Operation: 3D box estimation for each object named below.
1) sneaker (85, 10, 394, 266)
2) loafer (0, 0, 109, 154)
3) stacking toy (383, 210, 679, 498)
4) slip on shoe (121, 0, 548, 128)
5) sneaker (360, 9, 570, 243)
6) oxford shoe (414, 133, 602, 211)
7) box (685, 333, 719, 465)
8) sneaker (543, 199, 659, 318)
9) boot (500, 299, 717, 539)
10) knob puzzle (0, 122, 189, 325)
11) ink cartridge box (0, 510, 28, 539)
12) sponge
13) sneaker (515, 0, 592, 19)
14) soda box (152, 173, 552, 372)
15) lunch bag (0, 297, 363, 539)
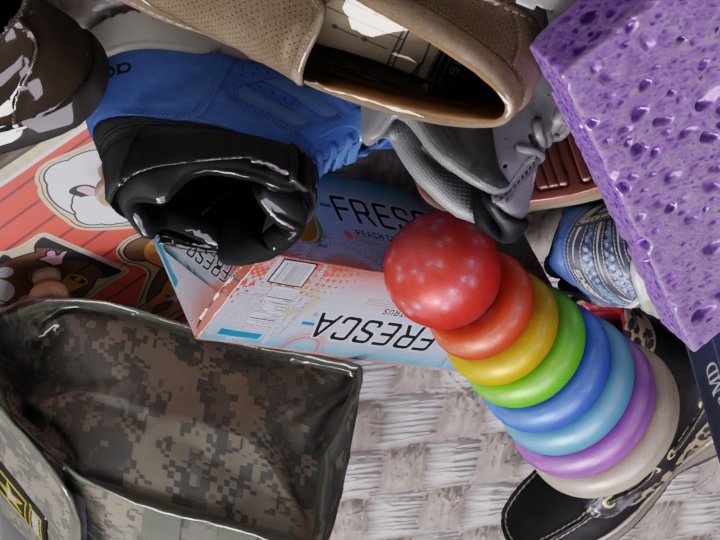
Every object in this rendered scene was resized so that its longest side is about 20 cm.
[{"bbox_3d":[-0.025,-0.050,1.031,0.199,0.111,0.077,5,146,-26],"label":"sneaker"},{"bbox_3d":[-0.210,-0.076,0.980,0.200,0.073,0.071,-21,138,4],"label":"loafer"},{"bbox_3d":[0.075,0.036,1.107,0.085,0.086,0.200,-26,142,21],"label":"stacking toy"},{"bbox_3d":[-0.023,-0.106,0.936,0.200,0.061,0.076,19,133,-4],"label":"slip on shoe"},{"bbox_3d":[0.092,-0.063,1.012,0.199,0.116,0.075,8,162,-5],"label":"sneaker"},{"bbox_3d":[0.126,-0.060,1.111,0.199,0.071,0.074,-14,155,6],"label":"oxford shoe"},{"bbox_3d":[0.275,0.021,1.212,0.104,0.148,0.200,15,138,-36],"label":"box"},{"bbox_3d":[0.139,-0.014,1.163,0.085,0.077,0.200,9,179,14],"label":"sneaker"},{"bbox_3d":[0.129,0.092,1.342,0.200,0.073,0.150,-36,142,26],"label":"boot"},{"bbox_3d":[-0.128,-0.002,1.147,0.219,0.031,0.220,-9,148,-6],"label":"knob puzzle"},{"bbox_3d":[-0.125,0.180,1.273,0.145,0.200,0.083,-5,148,-12],"label":"ink cartridge box"},{"bbox_3d":[0.151,-0.060,0.983,0.111,0.030,0.200,-37,138,-4],"label":"sponge"},{"bbox_3d":[0.060,-0.160,0.921,0.200,0.076,0.081,13,120,-30],"label":"sneaker"},{"bbox_3d":[0.000,0.000,1.133,0.200,0.068,0.064,10,132,-41],"label":"soda box"},{"bbox_3d":[-0.109,0.099,1.176,0.199,0.118,0.164,15,153,2],"label":"lunch bag"}]
